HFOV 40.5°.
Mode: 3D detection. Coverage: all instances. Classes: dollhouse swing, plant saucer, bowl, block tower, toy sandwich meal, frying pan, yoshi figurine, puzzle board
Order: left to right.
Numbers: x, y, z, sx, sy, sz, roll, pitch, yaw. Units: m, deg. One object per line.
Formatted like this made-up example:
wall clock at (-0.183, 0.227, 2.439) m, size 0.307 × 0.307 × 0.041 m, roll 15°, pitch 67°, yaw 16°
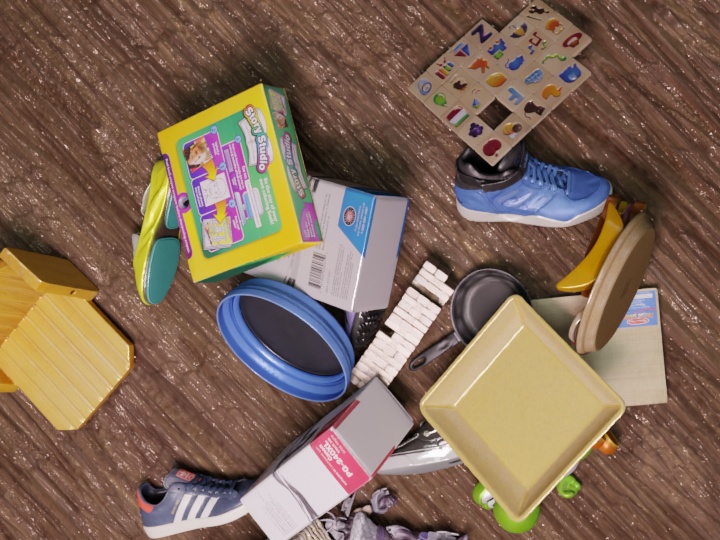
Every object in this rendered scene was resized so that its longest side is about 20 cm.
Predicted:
dollhouse swing at (-0.445, 0.111, 1.335) m, size 0.200 × 0.181 × 0.176 m, roll -46°, pitch 69°, yaw 11°
bowl at (-0.095, 0.090, 1.274) m, size 0.198 × 0.040 × 0.202 m, roll 23°, pitch 144°, yaw 18°
block tower at (0.055, 0.080, 1.299) m, size 0.054 × 0.058 × 0.201 m, roll 34°, pitch 102°, yaw 4°
frying pan at (0.155, 0.086, 1.291) m, size 0.114 × 0.031 × 0.191 m, roll 37°, pitch 112°, yaw 18°
plant saucer at (0.201, 0.169, 1.212) m, size 0.201 × 0.048 × 0.200 m, roll -51°, pitch 62°, yaw 15°
yoshi figurine at (0.241, 0.271, 1.271) m, size 0.199 × 0.112 × 0.113 m, roll -37°, pitch 99°, yaw 17°
puzzle board at (0.296, 0.107, 1.285) m, size 0.197 × 0.017 × 0.153 m, roll -6°, pitch 95°, yaw 9°
toy sandwich meal at (0.292, 0.003, 1.182) m, size 0.070 × 0.204 × 0.208 m, roll 26°, pitch 101°, yaw 25°

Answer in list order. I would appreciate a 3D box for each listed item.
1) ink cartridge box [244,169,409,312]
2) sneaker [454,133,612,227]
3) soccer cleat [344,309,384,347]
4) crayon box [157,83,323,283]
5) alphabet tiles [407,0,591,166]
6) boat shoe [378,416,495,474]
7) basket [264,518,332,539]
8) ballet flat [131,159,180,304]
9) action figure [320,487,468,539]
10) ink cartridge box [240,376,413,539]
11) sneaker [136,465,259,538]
ink cartridge box at (-0.051, -0.046, 1.246) m, size 0.198 × 0.084 × 0.148 m, roll 19°, pitch 104°, yaw 34°
sneaker at (0.214, -0.117, 1.214) m, size 0.197 × 0.112 × 0.078 m, roll 2°, pitch 55°, yaw 13°
soccer cleat at (0.000, 0.000, 1.300) m, size 0.072 × 0.068 × 0.203 m, roll 15°, pitch 102°, yaw 28°
crayon box at (-0.151, -0.105, 1.218) m, size 0.171 × 0.058 × 0.203 m, roll -18°, pitch 83°, yaw 26°
alphabet tiles at (0.182, -0.246, 1.214) m, size 0.200 × 0.008 × 0.167 m, roll -42°, pitch 60°, yaw -2°
boat shoe at (0.110, 0.228, 1.310) m, size 0.197 × 0.071 × 0.065 m, roll -17°, pitch 67°, yaw 16°
basket at (-0.112, 0.469, 1.307) m, size 0.197 × 0.161 × 0.202 m, roll -30°, pitch 92°, yaw 26°
ballet flat at (-0.278, -0.057, 1.338) m, size 0.066 × 0.067 × 0.203 m, roll 19°, pitch 98°, yaw 28°
action figure at (0.039, 0.366, 1.321) m, size 0.197 × 0.070 × 0.132 m, roll 19°, pitch 60°, yaw -5°
ink cartridge box at (-0.044, 0.247, 1.264) m, size 0.084 × 0.145 × 0.200 m, roll 49°, pitch 122°, yaw 0°
sneaker at (-0.225, 0.309, 1.364) m, size 0.197 × 0.075 × 0.086 m, roll -18°, pitch 99°, yaw 11°
